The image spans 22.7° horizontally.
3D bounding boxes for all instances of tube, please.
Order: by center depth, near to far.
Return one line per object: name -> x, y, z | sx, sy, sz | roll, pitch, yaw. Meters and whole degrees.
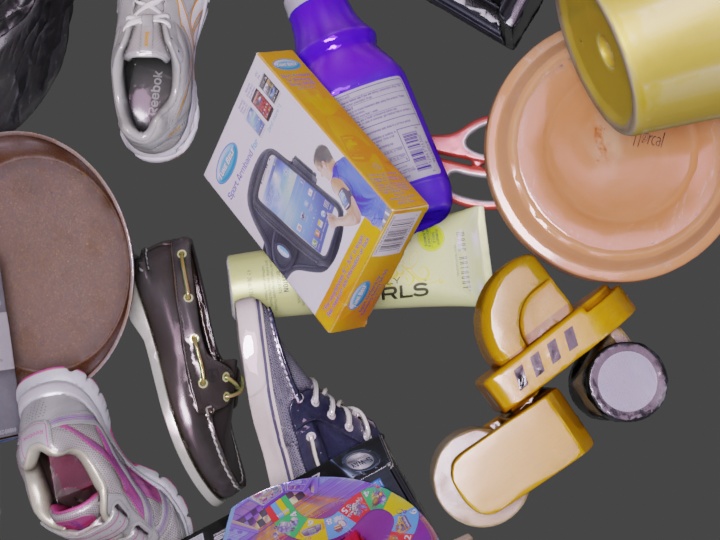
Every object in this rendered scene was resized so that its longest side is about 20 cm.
tube -> 0.000, 0.000, 1.353 | 0.199, 0.052, 0.058 | -7, 131, -2

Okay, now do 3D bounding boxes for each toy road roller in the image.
toy road roller -> 0.115, 0.079, 1.308 | 0.200, 0.123, 0.146 | -37, 87, -3

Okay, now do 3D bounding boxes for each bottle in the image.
bottle -> -0.001, -0.120, 1.334 | 0.083, 0.065, 0.201 | -21, 76, -9

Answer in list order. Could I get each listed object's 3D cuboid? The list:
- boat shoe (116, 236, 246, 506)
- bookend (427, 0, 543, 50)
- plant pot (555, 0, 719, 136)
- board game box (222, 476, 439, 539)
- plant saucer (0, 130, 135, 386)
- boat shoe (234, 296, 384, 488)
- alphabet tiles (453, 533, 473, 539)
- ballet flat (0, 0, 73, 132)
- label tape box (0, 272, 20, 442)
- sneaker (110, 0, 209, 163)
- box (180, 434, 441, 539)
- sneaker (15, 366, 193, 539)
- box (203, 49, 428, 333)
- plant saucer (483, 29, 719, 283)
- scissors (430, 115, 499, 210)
boat shoe -> -0.122, 0.074, 1.343 | 0.060, 0.072, 0.202 | -21, 86, 6
bookend -> 0.048, -0.252, 1.274 | 0.198, 0.200, 0.092 | 31, 94, 2
plant pot -> 0.247, -0.187, 1.254 | 0.188, 0.201, 0.201 | -24, 88, -7
board game box -> -0.028, 0.243, 1.274 | 0.157, 0.039, 0.201 | 9, 113, -16
plant saucer -> -0.246, -0.004, 1.341 | 0.200, 0.034, 0.201 | 3, 96, 26
boat shoe -> -0.033, 0.108, 1.333 | 0.092, 0.075, 0.201 | -13, 107, -3
alphabet tiles -> -0.004, 0.283, 1.284 | 0.199, 0.008, 0.168 | -20, 132, -17
ballet flat -> -0.256, -0.195, 1.372 | 0.066, 0.057, 0.201 | 19, 92, -40
label tape box -> -0.337, 0.036, 1.334 | 0.144, 0.063, 0.201 | -9, 89, 25
sneaker -> -0.152, -0.184, 1.338 | 0.075, 0.092, 0.201 | -2, 89, 2
box -> -0.035, 0.233, 1.317 | 0.200, 0.044, 0.161 | -27, 117, 1
sneaker -> -0.195, 0.171, 1.312 | 0.081, 0.088, 0.200 | -25, 115, 20
box -> -0.043, -0.066, 1.299 | 0.200, 0.041, 0.119 | 49, 129, 28
plant saucer -> 0.193, -0.091, 1.345 | 0.199, 0.032, 0.201 | 0, 87, -2
scissors -> 0.029, -0.089, 1.368 | 0.199, 0.014, 0.073 | 5, 89, 2
